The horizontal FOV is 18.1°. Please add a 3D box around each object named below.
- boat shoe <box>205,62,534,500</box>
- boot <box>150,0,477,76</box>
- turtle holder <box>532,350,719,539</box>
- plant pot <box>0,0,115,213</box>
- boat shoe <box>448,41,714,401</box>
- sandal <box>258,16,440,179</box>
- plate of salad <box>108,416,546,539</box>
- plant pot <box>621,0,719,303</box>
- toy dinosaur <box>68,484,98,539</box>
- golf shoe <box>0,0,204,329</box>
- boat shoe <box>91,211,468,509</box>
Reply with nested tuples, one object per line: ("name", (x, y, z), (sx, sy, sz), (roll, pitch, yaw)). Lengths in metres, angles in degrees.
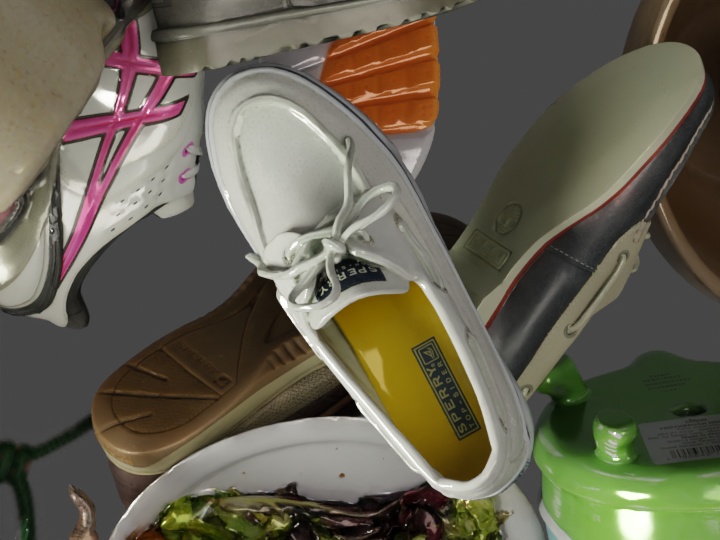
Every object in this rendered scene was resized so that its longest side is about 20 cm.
("boat shoe", (-0.004, 0.003, 0.888), (0.074, 0.086, 0.203), (-31, 83, 8))
("boot", (-0.027, -0.190, 0.883), (0.181, 0.072, 0.201), (-17, 99, -28))
("turtle holder", (0.136, 0.102, 0.993), (0.140, 0.185, 0.133), (-15, 107, -28))
("plant pot", (-0.197, -0.098, 0.824), (0.183, 0.200, 0.201), (38, 84, -21))
("boat shoe", (0.084, -0.008, 0.957), (0.063, 0.071, 0.200), (38, 92, -33))
("sandal", (0.000, -0.110, 0.983), (0.079, 0.059, 0.208), (7, 75, 2))
("plate of salad", (-0.015, 0.146, 0.982), (0.199, 0.048, 0.201), (-3, 126, -4))
("plant pot", (0.195, -0.080, 1.049), (0.200, 0.093, 0.202), (-4, 101, -21))
("toy dinosaur", (-0.117, 0.185, 0.901), (0.135, 0.086, 0.200), (-42, 113, 0))
("golf shoe", (-0.098, -0.070, 0.946), (0.092, 0.073, 0.200), (35, 93, -27))
("boat shoe", (-0.027, 0.044, 1.000), (0.200, 0.072, 0.072), (-34, 139, -25))
